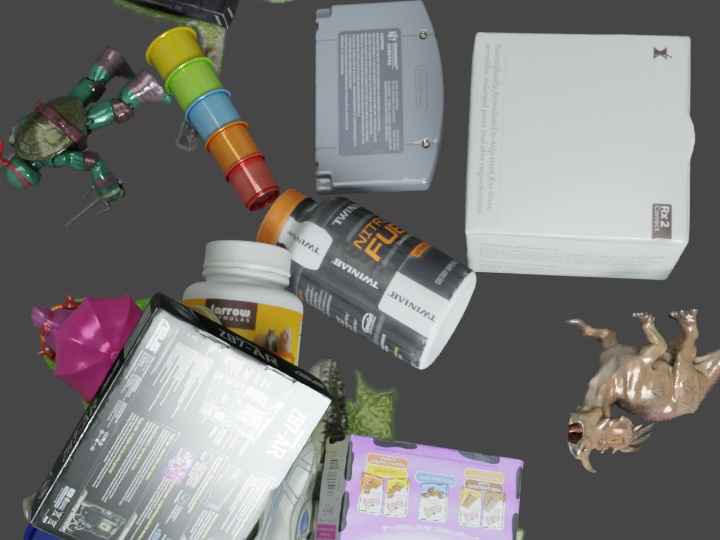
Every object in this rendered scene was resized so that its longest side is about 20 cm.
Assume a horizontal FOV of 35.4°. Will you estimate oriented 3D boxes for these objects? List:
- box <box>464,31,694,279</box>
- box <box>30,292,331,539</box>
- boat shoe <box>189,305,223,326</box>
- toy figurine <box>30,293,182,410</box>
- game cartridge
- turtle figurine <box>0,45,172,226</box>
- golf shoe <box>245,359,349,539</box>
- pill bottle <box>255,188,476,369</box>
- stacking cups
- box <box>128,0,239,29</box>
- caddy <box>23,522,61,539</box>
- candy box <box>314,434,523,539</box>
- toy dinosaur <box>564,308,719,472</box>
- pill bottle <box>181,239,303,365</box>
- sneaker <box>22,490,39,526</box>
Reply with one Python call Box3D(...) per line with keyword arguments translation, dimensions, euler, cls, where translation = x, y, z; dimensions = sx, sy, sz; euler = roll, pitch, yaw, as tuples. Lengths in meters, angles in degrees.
Box3D(translation=(0.200, -0.105, 1.054), dimensions=(0.198, 0.131, 0.201), euler=(3, 75, 7), cls="box")
Box3D(translation=(-0.141, 0.142, 0.892), dimensions=(0.159, 0.044, 0.201), euler=(29, 98, -18), cls="box")
Box3D(translation=(-0.182, 0.116, 0.929), dimensions=(0.073, 0.063, 0.201), euler=(43, 103, 32), cls="boat shoe")
Box3D(translation=(-0.235, 0.066, 1.028), dimensions=(0.199, 0.184, 0.151), euler=(24, 78, 13), cls="toy figurine")
Box3D(translation=(0.020, -0.175, 1.144), dimensions=(0.132, 0.040, 0.202), euler=(-3, 75, 9), cls="game cartridge")
Box3D(translation=(-0.292, -0.131, 1.136), dimensions=(0.149, 0.101, 0.200), euler=(40, 78, 15), cls="turtle figurine")
Box3D(translation=(-0.066, 0.177, 1.038), dimensions=(0.096, 0.078, 0.202), euler=(3, 72, 16), cls="golf shoe")
Box3D(translation=(0.000, 0.000, 1.060), dimensions=(0.199, 0.106, 0.107), euler=(30, 80, 13), cls="pill bottle")
Box3D(translation=(-0.149, -0.151, 1.142), dimensions=(0.060, 0.061, 0.201), euler=(-30, 74, -2), cls="stacking cups")
Box3D(translation=(-0.175, -0.371, 1.219), dimensions=(0.142, 0.036, 0.202), euler=(16, 78, 10), cls="box")
Box3D(translation=(-0.212, 0.286, 0.982), dimensions=(0.199, 0.142, 0.105), euler=(25, 42, 1), cls="caddy")
Box3D(translation=(0.045, 0.253, 0.971), dimensions=(0.166, 0.071, 0.202), euler=(12, 75, -19), cls="candy box")
Box3D(translation=(0.262, 0.107, 1.020), dimensions=(0.198, 0.086, 0.137), euler=(-3, 84, -11), cls="toy dinosaur")
Box3D(translation=(-0.109, 0.079, 0.995), dimensions=(0.108, 0.109, 0.202), euler=(4, 81, 7), cls="pill bottle")
Box3D(translation=(-0.207, 0.202, 1.030), dimensions=(0.198, 0.090, 0.075), euler=(-23, 63, 1), cls="sneaker")
